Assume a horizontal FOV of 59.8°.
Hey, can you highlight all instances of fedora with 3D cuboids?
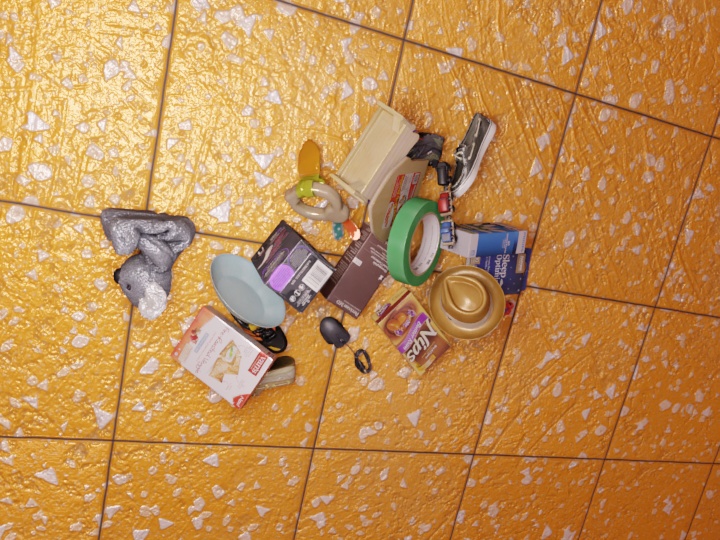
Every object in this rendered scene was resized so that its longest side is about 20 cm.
[{"bbox_3d":[0.255,0.067,1.530,0.200,0.201,0.082,-41,152,-3],"label":"fedora"}]

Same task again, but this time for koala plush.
[{"bbox_3d":[-0.430,-0.012,1.275,0.180,0.176,0.205,1,102,-30],"label":"koala plush"}]

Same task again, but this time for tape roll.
[{"bbox_3d":[0.132,-0.067,1.466,0.199,0.047,0.205,-32,130,-47],"label":"tape roll"}]

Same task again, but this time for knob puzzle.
[{"bbox_3d":[0.068,-0.159,1.390,0.219,0.030,0.223,-44,150,-33],"label":"knob puzzle"}]

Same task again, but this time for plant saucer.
[{"bbox_3d":[-0.251,0.052,1.353,0.199,0.203,0.039,36,115,-25],"label":"plant saucer"}]

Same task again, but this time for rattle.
[{"bbox_3d":[-0.073,-0.173,1.424,0.198,0.145,0.130,25,132,-35],"label":"rattle"}]

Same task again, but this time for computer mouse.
[{"bbox_3d":[-0.033,0.189,1.550,0.059,0.034,0.200,-43,115,-4],"label":"computer mouse"}]

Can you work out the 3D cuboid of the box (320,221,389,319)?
[{"bbox_3d":[0.000,0.000,1.484,0.099,0.075,0.202,32,95,-25],"label":"box"}]

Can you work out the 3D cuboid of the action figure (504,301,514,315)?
[{"bbox_3d":[0.331,0.104,1.635,0.196,0.066,0.052,-8,138,-33],"label":"action figure"}]

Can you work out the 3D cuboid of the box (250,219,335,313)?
[{"bbox_3d":[-0.150,-0.013,1.354,0.106,0.200,0.123,40,91,-25],"label":"box"}]

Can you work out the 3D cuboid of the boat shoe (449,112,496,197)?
[{"bbox_3d":[0.253,-0.277,1.498,0.063,0.070,0.204,25,89,-25],"label":"boat shoe"}]

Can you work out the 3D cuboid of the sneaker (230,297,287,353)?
[{"bbox_3d":[-0.236,0.128,1.425,0.070,0.090,0.201,-40,113,-3],"label":"sneaker"}]

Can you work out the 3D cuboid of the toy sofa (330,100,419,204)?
[{"bbox_3d":[0.033,-0.250,1.355,0.202,0.082,0.097,-56,150,8],"label":"toy sofa"}]

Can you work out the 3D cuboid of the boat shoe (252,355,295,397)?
[{"bbox_3d":[-0.245,0.260,1.472,0.195,0.074,0.068,-11,112,-11],"label":"boat shoe"}]

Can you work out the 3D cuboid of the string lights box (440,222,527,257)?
[{"bbox_3d":[0.302,-0.076,1.528,0.196,0.102,0.061,-6,109,-35],"label":"string lights box"}]

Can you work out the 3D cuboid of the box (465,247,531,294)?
[{"bbox_3d":[0.365,0.002,1.640,0.195,0.032,0.124,-2,106,-20],"label":"box"}]

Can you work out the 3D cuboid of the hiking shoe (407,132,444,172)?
[{"bbox_3d":[0.105,-0.265,1.440,0.195,0.076,0.103,-4,104,-20],"label":"hiking shoe"}]

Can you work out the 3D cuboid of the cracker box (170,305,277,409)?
[{"bbox_3d":[-0.303,0.191,1.393,0.198,0.058,0.135,36,91,2],"label":"cracker box"}]

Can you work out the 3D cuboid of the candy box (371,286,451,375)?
[{"bbox_3d":[0.131,0.155,1.588,0.116,0.056,0.201,-42,116,-5],"label":"candy box"}]

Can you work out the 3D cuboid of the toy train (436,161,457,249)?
[{"bbox_3d":[0.199,-0.153,1.454,0.045,0.033,0.206,2,82,-60],"label":"toy train"}]
